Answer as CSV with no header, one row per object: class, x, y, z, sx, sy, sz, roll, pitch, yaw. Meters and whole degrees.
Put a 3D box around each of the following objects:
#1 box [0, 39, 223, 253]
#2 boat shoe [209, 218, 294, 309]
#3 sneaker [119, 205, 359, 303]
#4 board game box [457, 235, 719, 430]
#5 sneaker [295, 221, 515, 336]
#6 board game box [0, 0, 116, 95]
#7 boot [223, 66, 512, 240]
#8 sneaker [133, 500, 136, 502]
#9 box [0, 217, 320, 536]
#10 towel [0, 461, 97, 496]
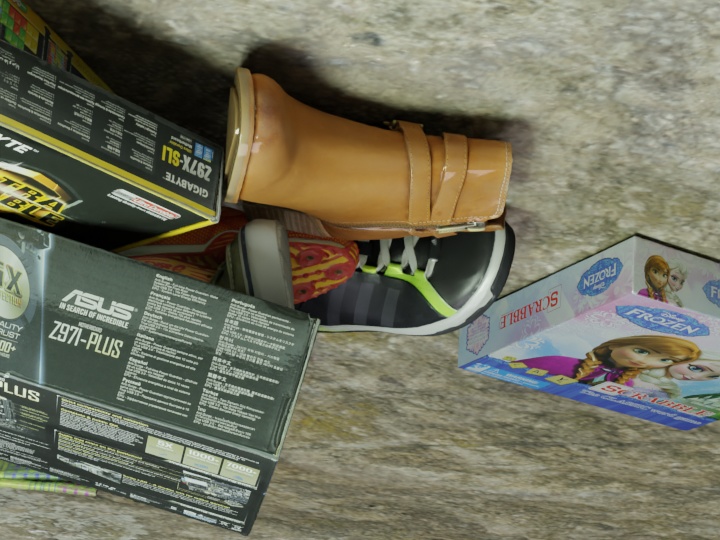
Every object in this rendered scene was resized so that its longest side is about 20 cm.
box,-0.197,-0.060,1.275,0.160,0.049,0.200,-13,153,40
boat shoe,-0.069,0.033,1.414,0.062,0.072,0.200,-4,153,-3
sneaker,-0.100,-0.021,1.473,0.200,0.077,0.073,2,142,7
board game box,0.201,0.047,1.624,0.200,0.041,0.199,16,156,-27
sneaker,0.000,0.000,1.506,0.200,0.072,0.083,-12,150,36
board game box,-0.228,-0.084,1.358,0.165,0.057,0.200,-2,158,21
boot,0.007,-0.063,1.346,0.155,0.074,0.200,4,171,6
sneaker,-0.105,0.097,1.663,0.200,0.089,0.079,-33,-176,-40
box,-0.136,0.060,1.339,0.200,0.086,0.164,17,159,-1
towel,-0.238,0.108,1.751,0.144,0.023,0.200,7,-162,2
